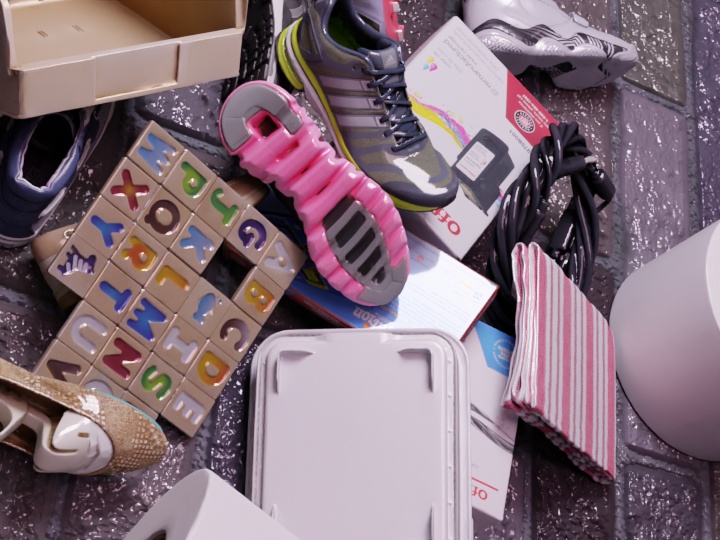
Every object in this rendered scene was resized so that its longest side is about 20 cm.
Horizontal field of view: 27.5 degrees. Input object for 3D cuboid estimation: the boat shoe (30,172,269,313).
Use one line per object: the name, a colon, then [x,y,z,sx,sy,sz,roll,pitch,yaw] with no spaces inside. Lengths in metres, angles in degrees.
boat shoe: [-0.154,-0.038,1.113,0.199,0.071,0.065,-29,86,-37]

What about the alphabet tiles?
alphabet tiles: [-0.147,0.021,1.069,0.167,0.008,0.201,41,72,-29]

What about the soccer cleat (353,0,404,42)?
soccer cleat: [-0.005,-0.248,1.265,0.076,0.201,0.067,-3,53,8]

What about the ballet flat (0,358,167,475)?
ballet flat: [-0.227,0.103,0.997,0.199,0.071,0.065,23,31,-12]

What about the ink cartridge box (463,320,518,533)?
ink cartridge box: [0.059,0.134,1.169,0.115,0.068,0.201,25,57,-20]

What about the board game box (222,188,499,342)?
board game box: [0.000,0.000,1.170,0.199,0.019,0.103,32,60,13]

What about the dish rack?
dish rack: [-0.004,0.134,1.079,0.170,0.044,0.202,-1,70,7]

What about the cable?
cable: [0.164,-0.029,1.278,0.201,0.051,0.164,-58,147,-24]

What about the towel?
towel: [0.172,0.081,1.241,0.200,0.030,0.147,41,47,-50]

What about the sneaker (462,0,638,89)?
sneaker: [0.180,-0.245,1.423,0.198,0.075,0.116,2,70,-28]

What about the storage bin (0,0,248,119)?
storage bin: [-0.216,-0.200,1.077,0.199,0.094,0.198,-17,39,-37]

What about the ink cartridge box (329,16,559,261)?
ink cartridge box: [0.064,-0.100,1.275,0.146,0.083,0.200,45,52,-6]

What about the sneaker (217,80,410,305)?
sneaker: [-0.031,-0.061,1.148,0.079,0.095,0.201,-36,92,0]

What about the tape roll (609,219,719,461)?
tape roll: [0.348,0.059,1.345,0.201,0.139,0.204,13,62,-26]

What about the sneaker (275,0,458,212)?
sneaker: [0.011,-0.133,1.153,0.074,0.081,0.200,-32,79,-38]

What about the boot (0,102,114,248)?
boot: [-0.219,-0.113,1.094,0.072,0.090,0.201,27,56,-19]

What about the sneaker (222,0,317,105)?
sneaker: [-0.058,-0.188,1.248,0.087,0.076,0.201,22,57,-29]

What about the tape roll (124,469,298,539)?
tape roll: [-0.103,0.246,0.917,0.139,0.202,0.203,39,53,-11]
